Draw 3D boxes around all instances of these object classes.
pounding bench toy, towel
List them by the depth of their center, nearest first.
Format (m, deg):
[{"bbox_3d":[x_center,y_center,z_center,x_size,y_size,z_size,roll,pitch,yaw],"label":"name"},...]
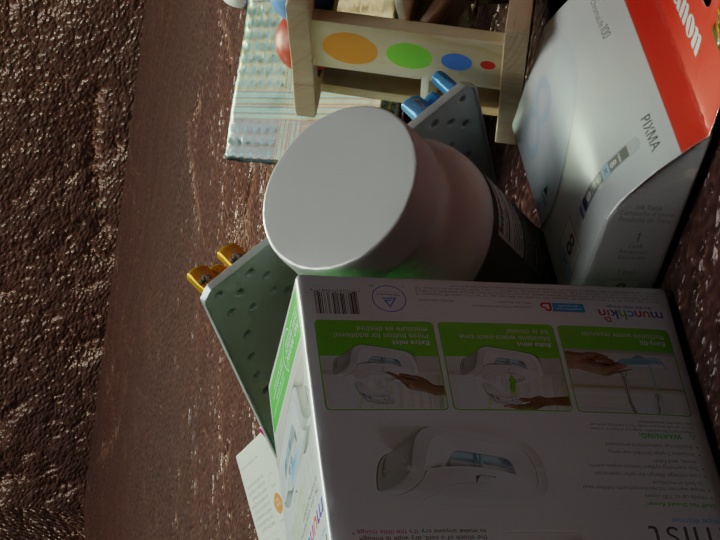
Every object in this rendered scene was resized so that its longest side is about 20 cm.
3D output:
[{"bbox_3d":[0.033,-0.201,1.170,0.125,0.154,0.202,88,-169,-64],"label":"pounding bench toy"},{"bbox_3d":[-0.023,-0.168,1.288,0.146,0.022,0.202,8,89,42],"label":"towel"}]

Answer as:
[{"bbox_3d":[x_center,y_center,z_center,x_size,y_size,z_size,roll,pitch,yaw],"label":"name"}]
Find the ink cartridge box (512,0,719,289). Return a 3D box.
[{"bbox_3d":[0.136,-0.098,1.017,0.161,0.047,0.201,-100,16,-45],"label":"ink cartridge box"}]

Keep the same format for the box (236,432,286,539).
[{"bbox_3d":[-0.006,0.202,1.339,0.124,0.097,0.202,134,122,-70],"label":"box"}]

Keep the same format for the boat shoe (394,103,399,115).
[{"bbox_3d":[-0.019,-0.044,1.304,0.074,0.060,0.202,99,-174,-70],"label":"boat shoe"}]

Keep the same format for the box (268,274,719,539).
[{"bbox_3d":[0.065,0.098,0.948,0.097,0.198,0.178,107,160,-47],"label":"box"}]

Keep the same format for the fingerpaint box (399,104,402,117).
[{"bbox_3d":[-0.012,-0.114,1.462,0.200,0.073,0.169,34,-122,-83],"label":"fingerpaint box"}]

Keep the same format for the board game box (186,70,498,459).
[{"bbox_3d":[0.000,0.000,1.159,0.026,0.200,0.201,42,164,31],"label":"board game box"}]

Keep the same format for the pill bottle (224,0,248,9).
[{"bbox_3d":[-0.052,-0.258,1.517,0.114,0.198,0.115,-177,90,-77],"label":"pill bottle"}]

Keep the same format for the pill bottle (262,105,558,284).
[{"bbox_3d":[0.037,-0.001,1.058,0.200,0.115,0.117,39,-142,-49],"label":"pill bottle"}]
